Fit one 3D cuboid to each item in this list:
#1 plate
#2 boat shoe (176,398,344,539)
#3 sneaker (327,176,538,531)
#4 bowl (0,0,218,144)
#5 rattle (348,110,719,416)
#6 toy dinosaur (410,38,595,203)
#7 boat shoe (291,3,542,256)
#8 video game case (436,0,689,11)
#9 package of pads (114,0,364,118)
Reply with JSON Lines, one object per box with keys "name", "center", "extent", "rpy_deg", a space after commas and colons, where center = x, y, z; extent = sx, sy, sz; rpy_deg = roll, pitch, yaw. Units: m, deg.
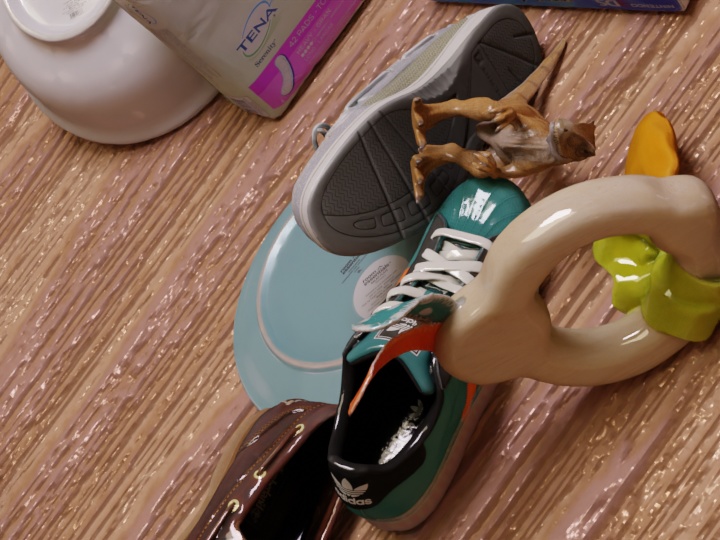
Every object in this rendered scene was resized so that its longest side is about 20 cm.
{"name": "plate", "center": [0.000, 0.000, 1.234], "extent": [0.199, 0.026, 0.201], "rpy_deg": [-23, 48, 28]}
{"name": "boat shoe", "center": [-0.060, 0.155, 1.134], "extent": [0.070, 0.070, 0.201], "rpy_deg": [-7, 53, 49]}
{"name": "sneaker", "center": [0.038, 0.034, 1.123], "extent": [0.071, 0.080, 0.201], "rpy_deg": [15, 75, 23]}
{"name": "bowl", "center": [-0.173, -0.189, 1.409], "extent": [0.200, 0.090, 0.202], "rpy_deg": [-3, 83, 26]}
{"name": "rattle", "center": [0.075, -0.013, 1.076], "extent": [0.199, 0.130, 0.143], "rpy_deg": [-18, 61, 3]}
{"name": "toy dinosaur", "center": [0.078, -0.073, 1.149], "extent": [0.106, 0.061, 0.200], "rpy_deg": [-6, 18, -5]}
{"name": "boat shoe", "center": [0.025, -0.078, 1.202], "extent": [0.065, 0.075, 0.202], "rpy_deg": [-4, 37, 47]}
{"name": "video game case", "center": [0.136, -0.242, 1.267], "extent": [0.199, 0.045, 0.182], "rpy_deg": [10, 70, 44]}
{"name": "package of pads", "center": [-0.056, -0.215, 1.334], "extent": [0.200, 0.154, 0.068], "rpy_deg": [-55, 43, -3]}
